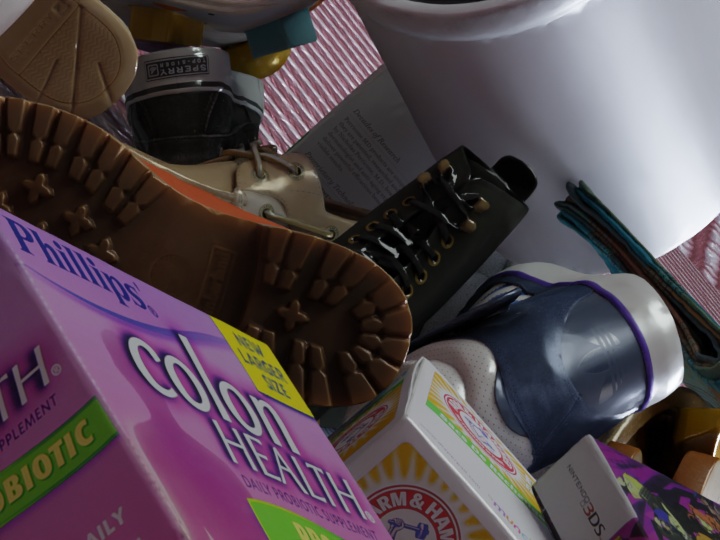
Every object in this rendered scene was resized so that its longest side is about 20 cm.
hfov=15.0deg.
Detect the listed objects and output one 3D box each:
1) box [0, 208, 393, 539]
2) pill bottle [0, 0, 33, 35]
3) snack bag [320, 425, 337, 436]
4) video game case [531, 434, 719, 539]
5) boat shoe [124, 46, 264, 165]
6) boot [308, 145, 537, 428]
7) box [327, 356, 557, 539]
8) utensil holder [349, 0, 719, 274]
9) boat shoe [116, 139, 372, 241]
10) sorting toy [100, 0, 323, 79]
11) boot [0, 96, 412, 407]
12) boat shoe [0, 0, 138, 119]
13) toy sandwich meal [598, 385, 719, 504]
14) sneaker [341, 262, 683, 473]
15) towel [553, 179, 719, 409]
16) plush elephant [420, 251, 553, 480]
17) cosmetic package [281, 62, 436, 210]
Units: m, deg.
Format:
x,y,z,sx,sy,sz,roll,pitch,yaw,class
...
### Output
x,y,z,sx,sy,sz,roll,pitch,yaw,class
-0.050,0.103,0.758,0.200,0.097,0.176,54,11,27,box
-0.207,-0.157,0.978,0.200,0.114,0.114,47,10,-17,pill bottle
-0.012,0.086,1.206,0.200,0.021,0.189,43,11,-10,snack bag
0.162,0.159,0.948,0.200,0.036,0.182,29,24,-39,video game case
-0.085,-0.066,1.356,0.200,0.070,0.064,28,55,-85,boat shoe
0.000,0.000,1.145,0.077,0.138,0.200,45,12,5,boot
0.044,0.146,0.972,0.200,0.112,0.101,48,10,-4,box
0.090,-0.117,1.297,0.170,0.169,0.200,59,-2,44,utensil holder
-0.047,-0.028,1.246,0.199,0.065,0.072,25,6,-32,boat shoe
-0.088,-0.151,1.315,0.199,0.108,0.180,13,6,-6,sorting toy
-0.080,-0.003,1.016,0.199,0.075,0.107,25,-1,-3,boot
-0.180,-0.145,1.204,0.200,0.072,0.065,41,1,-31,boat shoe
0.134,0.142,1.194,0.070,0.206,0.205,14,-10,29,toy sandwich meal
0.036,0.056,1.163,0.081,0.146,0.200,69,-20,-2,sneaker
0.168,0.056,1.277,0.200,0.022,0.147,51,1,-44,towel
0.097,0.066,1.393,0.199,0.165,0.155,-9,40,-45,plush elephant
0.035,-0.076,1.482,0.085,0.200,0.108,47,5,-3,cosmetic package
